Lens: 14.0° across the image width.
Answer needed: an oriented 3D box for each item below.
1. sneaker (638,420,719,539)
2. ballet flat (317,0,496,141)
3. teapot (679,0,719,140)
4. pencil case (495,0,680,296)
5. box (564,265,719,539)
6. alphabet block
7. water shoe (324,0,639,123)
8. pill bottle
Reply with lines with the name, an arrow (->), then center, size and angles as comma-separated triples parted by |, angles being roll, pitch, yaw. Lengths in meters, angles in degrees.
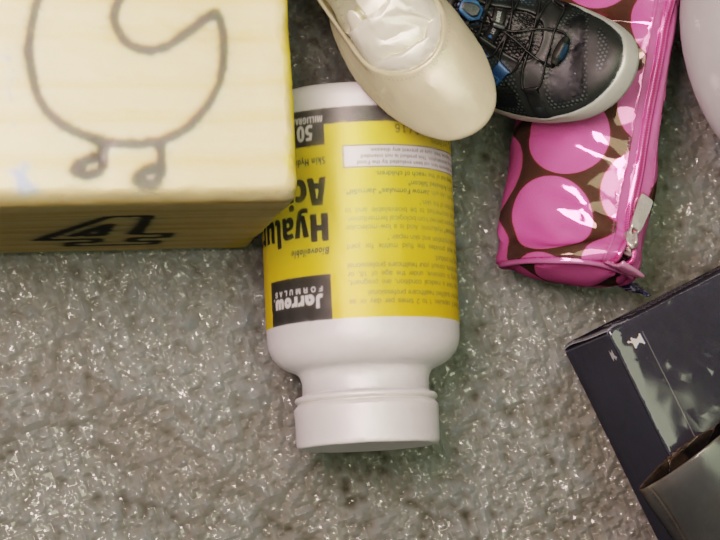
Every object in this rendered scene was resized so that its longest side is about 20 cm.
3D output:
sneaker -> 0.256, 0.107, 1.605 | 0.200, 0.075, 0.106 | -33, 92, -12
ballet flat -> 0.003, -0.152, 1.614 | 0.069, 0.070, 0.200 | -29, 59, -13
teapot -> 0.292, -0.142, 1.687 | 0.197, 0.146, 0.201 | 28, 57, -33
pencil case -> 0.140, -0.089, 1.709 | 0.090, 0.094, 0.201 | 13, 81, -33
box -> 0.248, 0.088, 1.699 | 0.182, 0.104, 0.201 | -25, 87, -14
alphabet block -> -0.150, -0.115, 1.609 | 0.199, 0.196, 0.196 | -3, 85, -11
water shoe -> 0.059, -0.136, 1.668 | 0.199, 0.079, 0.072 | 16, 85, 25
pill bottle -> 0.000, 0.000, 1.662 | 0.111, 0.111, 0.201 | -2, 83, -10
